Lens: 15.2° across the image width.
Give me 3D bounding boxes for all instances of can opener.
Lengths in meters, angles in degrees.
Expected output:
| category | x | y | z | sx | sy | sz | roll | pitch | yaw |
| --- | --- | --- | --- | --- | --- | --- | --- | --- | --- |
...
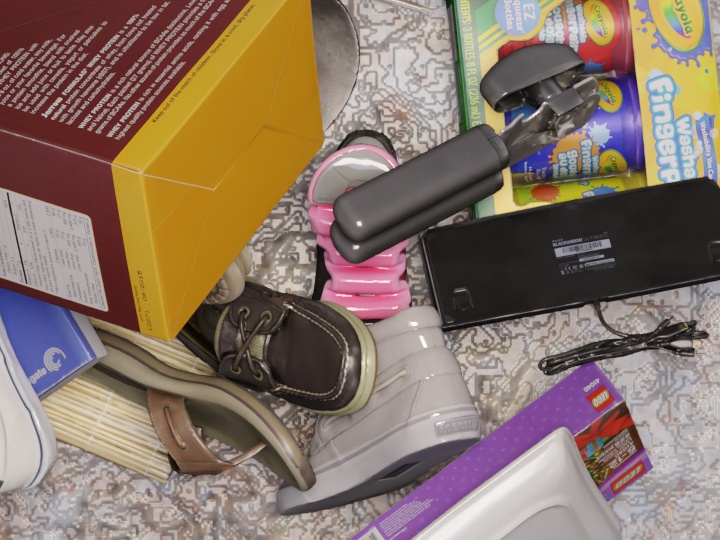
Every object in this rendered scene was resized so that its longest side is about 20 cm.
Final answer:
| category | x | y | z | sx | sy | sz | roll | pitch | yaw |
| --- | --- | --- | --- | --- | --- | --- | --- | --- | --- |
| can opener | 0.061 | -0.077 | 1.663 | 0.200 | 0.053 | 0.067 | -27 | 66 | -19 |

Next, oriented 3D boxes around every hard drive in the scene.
| category | x | y | z | sx | sy | sz | roll | pitch | yaw |
| --- | --- | --- | --- | --- | --- | --- | --- | --- | --- |
| hard drive | -0.260 | 0.001 | 1.714 | 0.132 | 0.025 | 0.200 | -34 | 84 | 27 |

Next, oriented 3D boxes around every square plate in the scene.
| category | x | y | z | sx | sy | sz | roll | pitch | yaw |
| --- | --- | --- | --- | --- | --- | --- | --- | --- | --- |
| square plate | 0.075 | 0.198 | 1.689 | 0.200 | 0.198 | 0.028 | -37 | 61 | -2 |

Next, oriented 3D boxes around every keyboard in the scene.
| category | x | y | z | sx | sy | sz | roll | pitch | yaw |
| --- | --- | --- | --- | --- | --- | --- | --- | --- | --- |
| keyboard | 0.144 | 0.011 | 1.679 | 0.199 | 0.021 | 0.127 | -11 | 58 | -2 |

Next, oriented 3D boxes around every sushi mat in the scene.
| category | x | y | z | sx | sy | sz | roll | pitch | yaw |
| --- | --- | --- | --- | --- | --- | --- | --- | --- | --- |
| sushi mat | -0.197 | 0.060 | 1.762 | 0.200 | 0.012 | 0.096 | 22 | 88 | -2 |

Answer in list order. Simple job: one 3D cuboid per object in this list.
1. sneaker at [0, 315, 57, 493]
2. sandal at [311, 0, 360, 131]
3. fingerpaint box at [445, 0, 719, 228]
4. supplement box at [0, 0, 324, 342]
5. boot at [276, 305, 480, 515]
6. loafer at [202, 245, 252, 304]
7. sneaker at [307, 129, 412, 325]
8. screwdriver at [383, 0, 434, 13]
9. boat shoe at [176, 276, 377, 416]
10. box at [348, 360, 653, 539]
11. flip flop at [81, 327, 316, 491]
| category | x | y | z | sx | sy | sz | roll | pitch | yaw |
| --- | --- | --- | --- | --- | --- | --- | --- | --- | --- |
| sneaker | -0.258 | 0.049 | 1.666 | 0.073 | 0.071 | 0.200 | -37 | 82 | 26 |
| sandal | -0.067 | -0.092 | 1.752 | 0.075 | 0.045 | 0.200 | 37 | 88 | -2 |
| fingerpaint box | 0.148 | -0.094 | 1.748 | 0.166 | 0.073 | 0.201 | -5 | 90 | -2 |
| supplement box | -0.157 | -0.093 | 1.601 | 0.200 | 0.133 | 0.197 | 17 | 47 | 22 |
| boot | 0.003 | 0.088 | 1.701 | 0.073 | 0.200 | 0.096 | -4 | 73 | -37 |
| loafer | -0.132 | -0.048 | 1.699 | 0.068 | 0.076 | 0.200 | -40 | 52 | -21 |
| sneaker | 0.000 | 0.000 | 1.741 | 0.079 | 0.095 | 0.201 | 5 | 115 | -2 |
| screwdriver | -0.049 | -0.195 | 1.760 | 0.200 | 0.028 | 0.029 | 22 | 60 | 2 |
| boat shoe | -0.063 | 0.045 | 1.678 | 0.065 | 0.200 | 0.073 | 5 | 97 | -35 |
| box | 0.089 | 0.150 | 1.712 | 0.200 | 0.137 | 0.039 | -37 | 65 | -2 |
| flip flop | -0.114 | 0.095 | 1.695 | 0.200 | 0.081 | 0.058 | 25 | 68 | 20 |
